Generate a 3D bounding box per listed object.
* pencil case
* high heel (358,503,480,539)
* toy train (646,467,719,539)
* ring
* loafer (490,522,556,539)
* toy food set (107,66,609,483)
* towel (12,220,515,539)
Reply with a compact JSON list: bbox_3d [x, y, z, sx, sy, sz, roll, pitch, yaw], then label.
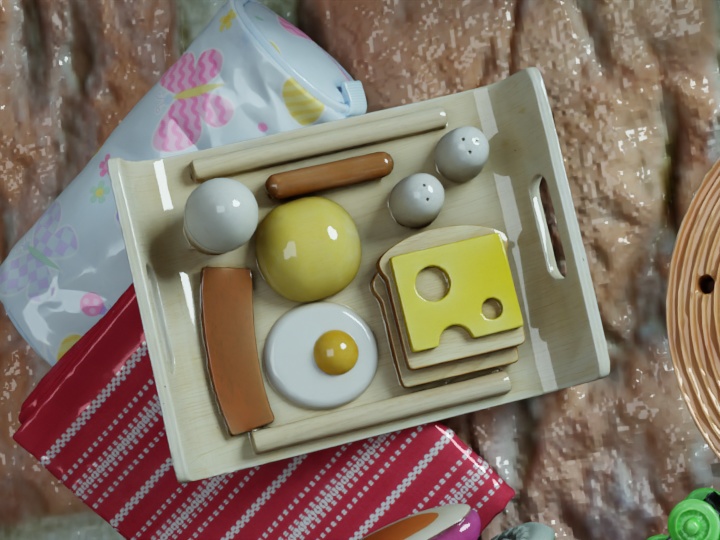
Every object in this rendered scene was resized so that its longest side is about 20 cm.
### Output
[{"bbox_3d":[-0.087,-0.035,1.028,0.200,0.083,0.091,-49,63,14],"label":"pencil case"},{"bbox_3d":[-0.005,0.186,0.964,0.200,0.067,0.096,-37,93,23],"label":"high heel"},{"bbox_3d":[0.185,0.078,0.884,0.056,0.042,0.200,44,106,12],"label":"toy train"},{"bbox_3d":[0.224,0.014,0.900,0.199,0.019,0.202,-2,85,28],"label":"ring"},{"bbox_3d":[0.044,0.200,0.955,0.069,0.075,0.201,32,110,3],"label":"loafer"},{"bbox_3d":[0.000,0.000,0.943,0.199,0.060,0.144,-13,84,-10],"label":"toy food set"},{"bbox_3d":[-0.048,0.086,0.994,0.200,0.022,0.145,41,104,0],"label":"towel"}]
